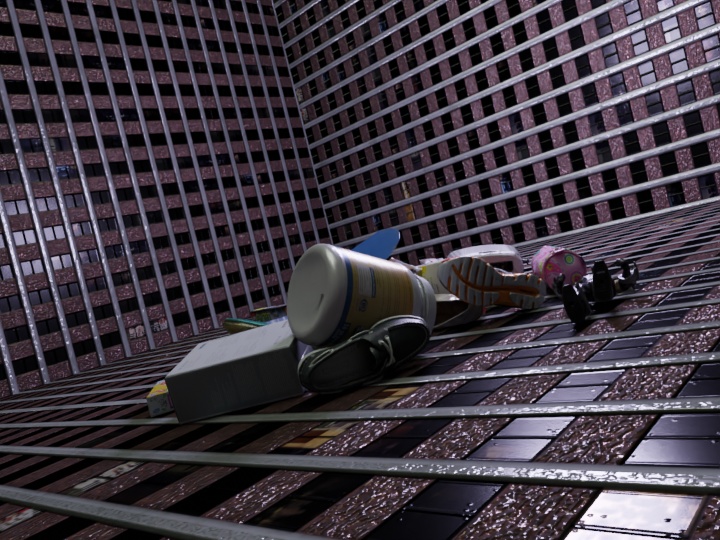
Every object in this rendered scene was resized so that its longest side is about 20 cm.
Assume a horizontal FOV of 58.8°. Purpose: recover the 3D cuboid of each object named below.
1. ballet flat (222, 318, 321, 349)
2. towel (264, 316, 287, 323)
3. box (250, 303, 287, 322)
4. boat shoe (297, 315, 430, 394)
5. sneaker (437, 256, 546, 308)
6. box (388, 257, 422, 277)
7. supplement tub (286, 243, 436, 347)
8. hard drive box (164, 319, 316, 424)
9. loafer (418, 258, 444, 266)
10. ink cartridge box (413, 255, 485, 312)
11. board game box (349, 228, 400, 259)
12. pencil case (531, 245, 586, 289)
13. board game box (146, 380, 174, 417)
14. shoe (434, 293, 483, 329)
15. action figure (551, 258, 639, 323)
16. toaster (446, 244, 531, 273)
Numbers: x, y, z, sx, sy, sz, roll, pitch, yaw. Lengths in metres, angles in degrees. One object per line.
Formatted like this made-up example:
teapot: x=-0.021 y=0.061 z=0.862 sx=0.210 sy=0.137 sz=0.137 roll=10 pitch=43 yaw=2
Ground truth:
ballet flat: x=-0.143 y=0.118 z=1.087 sx=0.195 sy=0.073 sz=0.071 roll=2 pitch=3 yaw=5
towel: x=-0.094 y=0.125 z=1.146 sx=0.196 sy=0.024 sz=0.145 roll=-14 pitch=38 yaw=-17
box: x=-0.182 y=0.133 z=1.392 sx=0.034 sy=0.113 sz=0.199 roll=-15 pitch=2 yaw=-28
boat shoe: x=0.012 y=0.118 z=0.864 sx=0.197 sy=0.077 sz=0.060 roll=-24 pitch=6 yaw=-13
sneaker: x=0.222 y=0.028 z=1.121 sx=0.196 sy=0.080 sz=0.077 roll=15 pitch=-4 yaw=-12
box: x=0.033 y=0.060 z=1.151 sx=0.074 sy=0.051 sz=0.200 roll=19 pitch=46 yaw=29
supplement tub: x=0.003 y=0.051 z=0.964 sx=0.197 sy=0.148 sz=0.144 roll=14 pitch=-15 yaw=-33
hard drive box: x=-0.176 y=0.149 z=0.989 sx=0.196 sy=0.078 sz=0.156 roll=-14 pitch=11 yaw=9
loafer: x=0.137 y=0.039 z=1.396 sx=0.069 sy=0.075 sz=0.201 roll=8 pitch=29 yaw=13
ink cartridge box: x=0.146 y=0.044 z=1.251 sx=0.196 sy=0.119 sz=0.067 roll=-13 pitch=1 yaw=25
board game box: x=0.000 y=0.000 z=1.190 sx=0.198 sy=0.039 sz=0.158 roll=-35 pitch=20 yaw=7
pencil case: x=0.393 y=-0.007 z=1.279 sx=0.086 sy=0.089 sz=0.200 roll=-14 pitch=1 yaw=10
board game box: x=-0.313 y=0.215 z=1.176 sx=0.132 sy=0.035 sz=0.200 roll=-15 pitch=1 yaw=-13
shoe: x=0.127 y=0.075 z=1.176 sx=0.196 sy=0.072 sz=0.053 roll=-12 pitch=-5 yaw=31
action figure: x=0.349 y=0.023 z=0.954 sx=0.128 sy=0.071 sz=0.199 roll=-24 pitch=-7 yaw=24
toaster: x=0.274 y=0.008 z=1.363 sx=0.195 sy=0.117 sz=0.129 roll=-5 pitch=7 yaw=8
